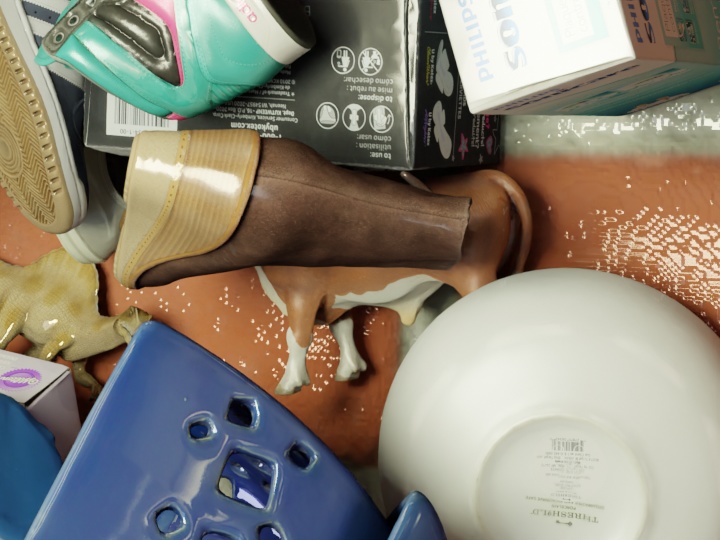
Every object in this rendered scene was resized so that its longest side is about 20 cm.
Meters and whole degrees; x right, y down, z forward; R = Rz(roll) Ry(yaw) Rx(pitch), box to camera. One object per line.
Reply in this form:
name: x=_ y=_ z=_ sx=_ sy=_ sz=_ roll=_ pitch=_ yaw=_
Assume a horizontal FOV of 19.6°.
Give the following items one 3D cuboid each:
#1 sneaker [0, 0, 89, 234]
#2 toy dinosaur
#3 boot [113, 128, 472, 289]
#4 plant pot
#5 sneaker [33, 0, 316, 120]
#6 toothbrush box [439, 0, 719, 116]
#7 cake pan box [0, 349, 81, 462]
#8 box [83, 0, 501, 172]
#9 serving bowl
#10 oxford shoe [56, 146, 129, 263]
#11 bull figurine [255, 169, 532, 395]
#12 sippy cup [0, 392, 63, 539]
sneaker: x=-0.162 y=-0.128 z=1.134 sx=0.070 sy=0.108 sz=0.201 roll=-7 pitch=105 yaw=49
toy dinosaur: x=-0.196 y=0.029 z=1.238 sx=0.199 sy=0.058 sz=0.102 roll=24 pitch=92 yaw=31
boot: x=-0.036 y=-0.016 z=1.042 sx=0.165 sy=0.200 sz=0.073 roll=12 pitch=78 yaw=-5
plant pot: x=-0.072 y=0.165 z=0.992 sx=0.179 sy=0.200 sz=0.201 roll=27 pitch=73 yaw=1
sneaker: x=-0.122 y=-0.154 z=1.036 sx=0.121 sy=0.084 sz=0.201 roll=-38 pitch=77 yaw=16
toothbrush box: x=0.105 y=-0.153 z=0.974 sx=0.085 sy=0.200 sz=0.148 roll=-17 pitch=85 yaw=28
cake pan box: x=-0.242 y=0.125 z=1.223 sx=0.199 sy=0.052 sz=0.185 roll=11 pitch=124 yaw=28
box: x=-0.033 y=-0.121 z=1.098 sx=0.199 sy=0.115 sz=0.133 roll=6 pitch=97 yaw=29
serving bowl: x=0.102 y=0.103 z=1.036 sx=0.198 sy=0.066 sz=0.202 roll=2 pitch=101 yaw=10
oxford shoe: x=-0.167 y=-0.104 z=1.196 sx=0.057 sy=0.075 sz=0.201 roll=-22 pitch=85 yaw=16
bull figurine: x=0.000 y=0.000 z=1.117 sx=0.199 sy=0.065 sz=0.122 roll=-4 pitch=95 yaw=30
sippy cup: x=-0.229 y=0.130 z=1.108 sx=0.130 sy=0.177 sz=0.140 roll=-32 pitch=70 yaw=29
